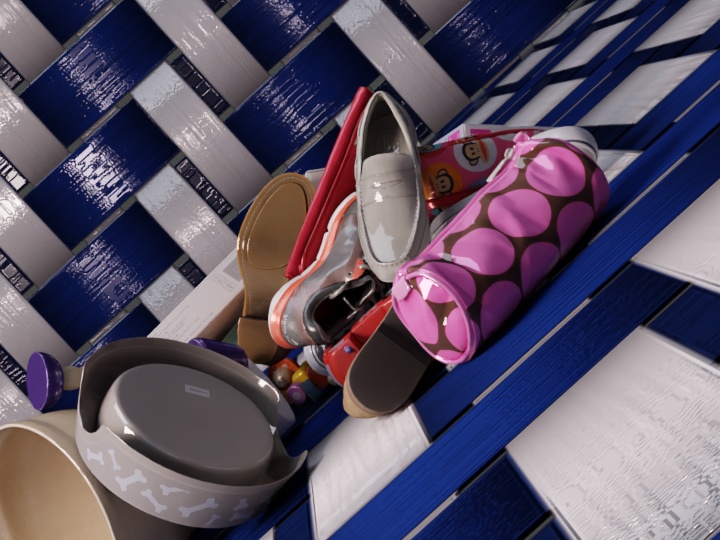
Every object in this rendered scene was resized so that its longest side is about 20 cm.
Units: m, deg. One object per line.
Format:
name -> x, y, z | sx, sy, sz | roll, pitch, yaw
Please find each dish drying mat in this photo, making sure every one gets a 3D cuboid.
dish drying mat -> -0.012, -0.072, 1.628 | 0.018, 0.077, 0.200 | 13, 77, 40

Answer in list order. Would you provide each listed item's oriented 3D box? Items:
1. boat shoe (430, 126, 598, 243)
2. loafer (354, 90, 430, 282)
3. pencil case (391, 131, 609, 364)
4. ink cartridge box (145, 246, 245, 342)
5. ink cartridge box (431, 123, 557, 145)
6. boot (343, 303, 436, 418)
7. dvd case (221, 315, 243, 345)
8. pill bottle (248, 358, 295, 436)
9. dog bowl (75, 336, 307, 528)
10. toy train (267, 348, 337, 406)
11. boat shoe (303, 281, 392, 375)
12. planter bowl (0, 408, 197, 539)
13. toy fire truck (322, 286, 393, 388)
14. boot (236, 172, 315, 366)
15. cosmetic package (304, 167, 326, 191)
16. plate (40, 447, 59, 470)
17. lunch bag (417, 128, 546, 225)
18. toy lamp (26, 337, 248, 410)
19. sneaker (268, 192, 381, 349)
boat shoe -> 0.141, -0.055, 1.553 | 0.200, 0.071, 0.070 | -35, 36, 30
loafer -> 0.024, -0.078, 1.546 | 0.070, 0.070, 0.200 | -13, 50, 10
pencil case -> 0.106, -0.021, 1.319 | 0.200, 0.094, 0.091 | -47, 7, -33
ink cartridge box -> -0.174, 0.086, 1.787 | 0.200, 0.045, 0.176 | -47, -15, -40
ink cartridge box -> 0.132, -0.121, 1.884 | 0.119, 0.042, 0.200 | 1, -9, -19
boot -> 0.052, 0.042, 1.373 | 0.200, 0.074, 0.075 | -47, -3, -21
dvd case -> -0.173, 0.158, 1.773 | 0.146, 0.022, 0.200 | -54, -11, -55
pill bottle -> -0.166, 0.176, 1.618 | 0.200, 0.113, 0.113 | -42, 5, 5
dog bowl -> -0.146, 0.137, 1.406 | 0.059, 0.200, 0.200 | -64, -4, 24
toy train -> -0.090, 0.131, 1.733 | 0.200, 0.056, 0.150 | -42, 5, 0
boat shoe -> 0.030, 0.028, 1.645 | 0.200, 0.072, 0.068 | -36, 2, -17
planter bowl -> -0.223, 0.205, 1.480 | 0.135, 0.200, 0.200 | -24, -8, -42
toy fire truck -> 0.049, 0.039, 1.492 | 0.200, 0.049, 0.141 | -41, 5, 6
boot -> -0.082, -0.003, 1.719 | 0.155, 0.074, 0.200 | -25, -50, -82
cosmetic package -> -0.024, -0.016, 1.763 | 0.071, 0.105, 0.200 | -10, -25, -14
plate -> -0.250, 0.156, 1.630 | 0.200, 0.026, 0.200 | -41, -14, -13
lunch bag -> 0.111, -0.090, 1.708 | 0.176, 0.082, 0.200 | -12, -5, -19
toy lamp -> -0.195, 0.090, 1.505 | 0.200, 0.058, 0.058 | -1, -20, -33
sneaker -> 0.000, 0.000, 1.579 | 0.082, 0.077, 0.200 | 10, 58, 49
